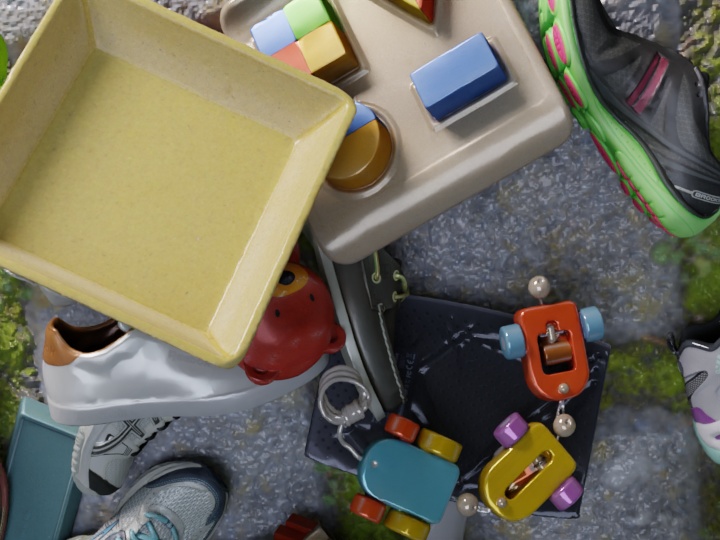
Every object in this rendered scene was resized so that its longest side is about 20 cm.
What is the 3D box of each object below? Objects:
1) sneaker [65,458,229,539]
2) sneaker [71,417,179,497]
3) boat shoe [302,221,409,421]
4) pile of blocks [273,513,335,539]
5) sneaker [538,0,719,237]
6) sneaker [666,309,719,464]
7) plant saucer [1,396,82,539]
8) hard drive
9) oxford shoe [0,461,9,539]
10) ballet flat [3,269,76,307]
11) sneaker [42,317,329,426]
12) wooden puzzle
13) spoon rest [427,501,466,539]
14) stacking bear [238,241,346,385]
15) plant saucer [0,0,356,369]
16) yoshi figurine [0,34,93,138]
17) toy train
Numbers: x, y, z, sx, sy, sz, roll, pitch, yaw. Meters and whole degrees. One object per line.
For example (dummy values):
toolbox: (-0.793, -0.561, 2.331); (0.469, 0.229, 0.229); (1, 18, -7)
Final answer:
sneaker: (-0.180, 0.228, 1.034); (0.199, 0.086, 0.078); (-39, 106, 13)
sneaker: (-0.152, 0.094, 1.001); (0.087, 0.076, 0.202); (23, 112, -1)
boat shoe: (0.000, -0.001, 0.923); (0.060, 0.072, 0.204); (-17, 81, -5)
pile of blocks: (-0.100, 0.247, 1.034); (0.199, 0.082, 0.062); (-35, 99, 18)
sneaker: (0.183, -0.120, 0.887); (0.083, 0.077, 0.201); (-34, 102, 0)
sneaker: (0.303, 0.040, 0.902); (0.198, 0.078, 0.141); (-22, 103, 15)
plant saucer: (-0.267, 0.203, 1.085); (0.069, 0.019, 0.202); (20, 108, 3)
hard drive: (0.069, 0.093, 0.954); (0.197, 0.042, 0.137); (11, 85, 11)
oxford shoe: (-0.320, 0.150, 1.025); (0.069, 0.075, 0.202); (-1, 116, 10)
ballet flat: (-0.222, -0.013, 0.956); (0.199, 0.069, 0.070); (27, 114, 38)
sneaker: (-0.121, 0.051, 0.922); (0.197, 0.073, 0.086); (-8, 111, -7)
wooden puzzle: (0.016, -0.133, 0.875); (0.184, 0.046, 0.202); (-29, 76, 11)
spoon rest: (0.070, 0.194, 0.993); (0.199, 0.099, 0.061); (-37, 76, 4)
stacking bear: (-0.087, -0.015, 0.892); (0.201, 0.120, 0.114); (54, 144, 26)
plant saucer: (-0.128, -0.057, 0.814); (0.198, 0.202, 0.049); (24, 153, -1)
yoshi figurine: (-0.227, -0.122, 0.883); (0.111, 0.200, 0.113); (28, 101, 9)
toy train: (0.073, 0.096, 0.896); (0.197, 0.056, 0.152); (-15, 87, -8)
